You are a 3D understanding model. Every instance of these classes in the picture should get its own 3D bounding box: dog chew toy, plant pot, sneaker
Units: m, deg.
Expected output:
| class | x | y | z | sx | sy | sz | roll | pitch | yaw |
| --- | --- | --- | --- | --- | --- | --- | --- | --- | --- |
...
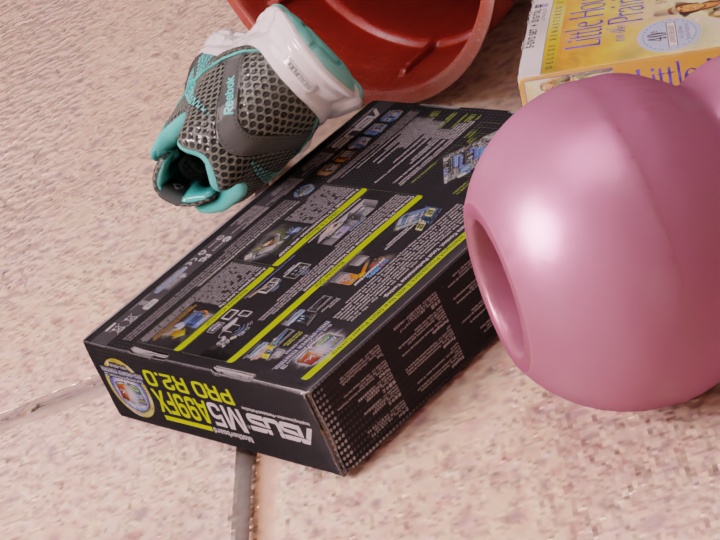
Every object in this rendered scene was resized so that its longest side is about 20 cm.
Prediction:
| class | x | y | z | sx | sy | sz | roll | pitch | yaw |
| --- | --- | --- | --- | --- | --- | --- | --- | --- | --- |
| dog chew toy | 0.142 | -0.026 | 0.829 | 0.199 | 0.125 | 0.125 | -20 | 26 | -7 |
| plant pot | 0.045 | -0.220 | 1.196 | 0.200 | 0.202 | 0.195 | 2 | 29 | 42 |
| sneaker | -0.068 | -0.067 | 1.078 | 0.091 | 0.078 | 0.200 | -44 | 3 | -13 |

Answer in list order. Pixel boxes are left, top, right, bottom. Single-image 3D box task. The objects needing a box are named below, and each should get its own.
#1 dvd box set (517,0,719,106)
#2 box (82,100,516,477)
| class | x | y | z | sx | sy | sz | roll | pitch | yaw |
| --- | --- | --- | --- | --- | --- | --- | --- | --- | --- |
| dvd box set | 0.173 | -0.111 | 0.995 | 0.199 | 0.030 | 0.146 | -8 | 21 | 12 |
| box | 0.000 | 0.000 | 0.978 | 0.160 | 0.044 | 0.200 | 9 | 42 | 48 |
